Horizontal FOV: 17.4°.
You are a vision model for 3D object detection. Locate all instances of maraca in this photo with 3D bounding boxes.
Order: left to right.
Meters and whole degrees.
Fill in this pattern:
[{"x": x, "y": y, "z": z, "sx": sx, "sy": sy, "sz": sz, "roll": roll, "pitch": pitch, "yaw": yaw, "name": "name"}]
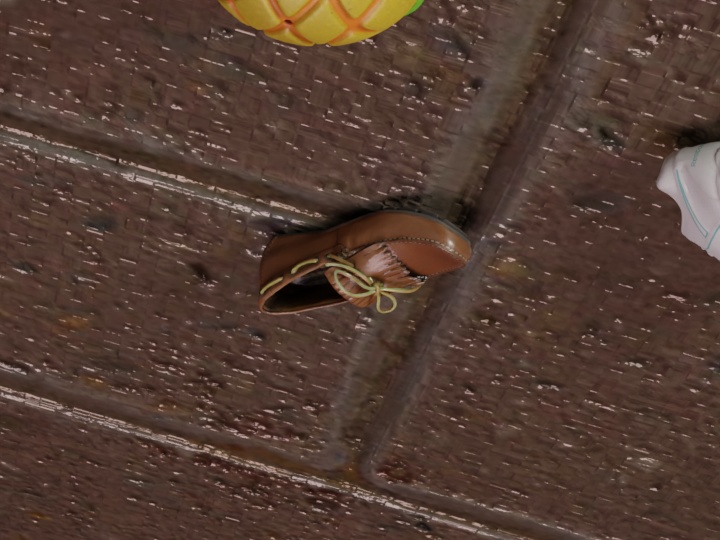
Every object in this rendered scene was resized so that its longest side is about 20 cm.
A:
[{"x": -0.054, "y": -0.201, "z": 1.461, "sx": 0.200, "sy": 0.107, "sz": 0.137, "roll": 14, "pitch": 153, "yaw": 2, "name": "maraca"}]

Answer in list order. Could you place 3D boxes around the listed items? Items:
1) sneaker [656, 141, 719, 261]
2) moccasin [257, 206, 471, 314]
[{"x": 0.278, "y": -0.028, "z": 1.672, "sx": 0.080, "sy": 0.070, "sz": 0.200, "roll": 4, "pitch": 145, "yaw": 38, "name": "sneaker"}, {"x": -0.001, "y": -0.001, "z": 1.829, "sx": 0.201, "sy": 0.078, "sz": 0.074, "roll": -7, "pitch": 145, "yaw": 34, "name": "moccasin"}]
